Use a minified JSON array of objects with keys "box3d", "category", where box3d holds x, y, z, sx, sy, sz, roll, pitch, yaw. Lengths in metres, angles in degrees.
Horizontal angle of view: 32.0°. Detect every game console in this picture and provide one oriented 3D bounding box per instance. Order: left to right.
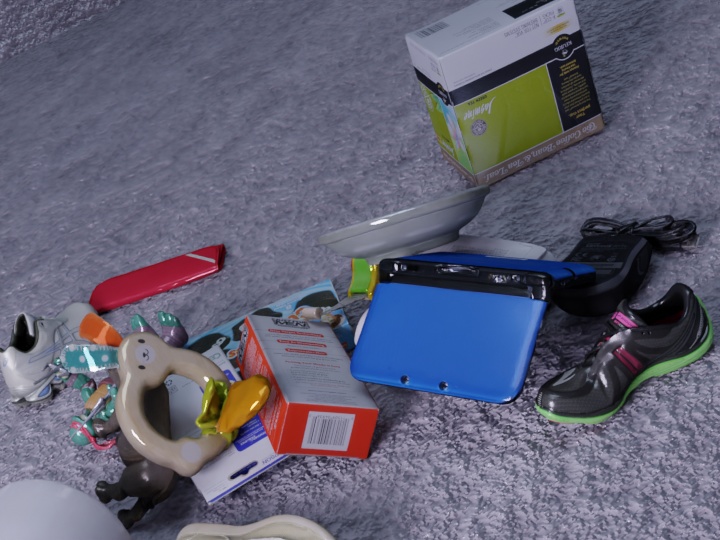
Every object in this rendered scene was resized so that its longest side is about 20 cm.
[{"box3d":[0.113,0.051,1.253,0.198,0.120,0.170,7,8,36],"category":"game console"}]

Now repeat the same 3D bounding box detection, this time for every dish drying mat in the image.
[{"box3d":[-0.283,0.011,1.742,0.197,0.018,0.077,-17,29,9],"category":"dish drying mat"}]

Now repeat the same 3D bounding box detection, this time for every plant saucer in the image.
[{"box3d":[0.052,-0.043,1.378,0.197,0.051,0.200,-16,2,1],"category":"plant saucer"}]

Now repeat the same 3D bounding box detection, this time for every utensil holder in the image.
[{"box3d":[-0.302,0.305,1.090,0.168,0.172,0.201,-10,29,20],"category":"utensil holder"}]

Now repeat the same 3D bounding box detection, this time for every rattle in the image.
[{"box3d":[-0.197,0.096,1.234,0.130,0.200,0.143,-40,-5,-20],"category":"rattle"}]

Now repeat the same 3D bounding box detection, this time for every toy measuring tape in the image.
[{"box3d":[0.000,0.000,1.452,0.073,0.075,0.199,4,16,39],"category":"toy measuring tape"}]

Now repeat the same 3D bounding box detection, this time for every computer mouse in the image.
[{"box3d":[0.268,0.002,1.341,0.137,0.053,0.200,4,27,36],"category":"computer mouse"}]

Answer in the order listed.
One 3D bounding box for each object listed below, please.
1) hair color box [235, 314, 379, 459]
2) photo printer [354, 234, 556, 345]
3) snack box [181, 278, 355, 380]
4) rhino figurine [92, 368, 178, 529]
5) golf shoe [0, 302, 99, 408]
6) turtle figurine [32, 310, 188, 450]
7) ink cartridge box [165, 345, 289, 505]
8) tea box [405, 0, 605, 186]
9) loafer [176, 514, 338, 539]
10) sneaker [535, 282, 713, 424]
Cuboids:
[{"box3d":[-0.059,0.118,1.312,0.100,0.062,0.200,7,22,-20],"category":"hair color box"},{"box3d":[0.100,0.045,1.357,0.165,0.070,0.200,8,41,41],"category":"photo printer"},{"box3d":[-0.109,0.086,1.468,0.198,0.037,0.116,-23,29,-2],"category":"snack box"},{"box3d":[-0.232,0.159,1.311,0.087,0.060,0.202,-29,53,26],"category":"rhino figurine"},{"box3d":[-0.400,0.083,1.618,0.077,0.098,0.201,-13,28,20],"category":"golf shoe"},{"box3d":[-0.290,0.133,1.451,0.148,0.102,0.200,10,44,35],"category":"turtle figurine"},{"box3d":[-0.150,0.169,1.327,0.099,0.040,0.200,-28,41,-11],"category":"ink cartridge box"},{"box3d":[0.192,-0.249,1.665,0.198,0.199,0.134,-25,29,-8],"category":"tea box"},{"box3d":[-0.096,0.267,1.117,0.198,0.076,0.069,-13,29,37],"category":"loafer"},{"box3d":[0.242,0.075,1.190,0.198,0.085,0.077,-31,29,-17],"category":"sneaker"}]
